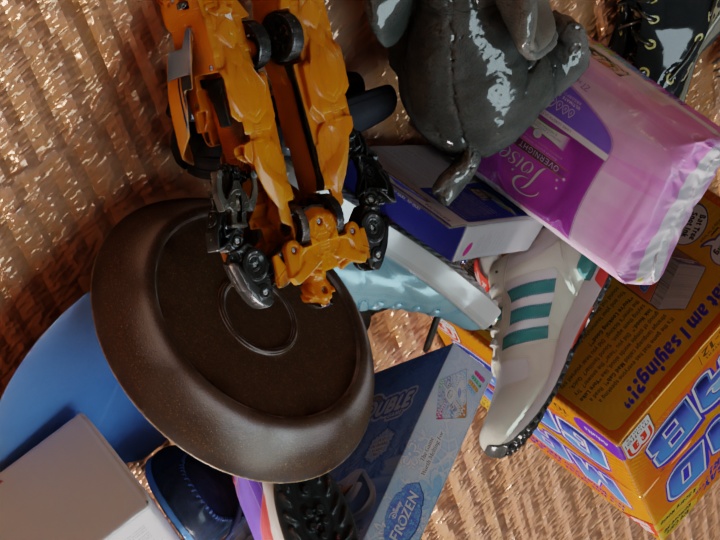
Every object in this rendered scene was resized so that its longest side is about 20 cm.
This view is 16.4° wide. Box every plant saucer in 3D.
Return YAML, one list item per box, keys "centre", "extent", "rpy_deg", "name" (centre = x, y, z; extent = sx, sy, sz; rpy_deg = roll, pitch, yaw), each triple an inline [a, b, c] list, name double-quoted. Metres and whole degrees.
- centre: [-0.069, 0.034, 1.513]
  extent: [0.200, 0.200, 0.032]
  rpy_deg: [-17, 160, -47]
  name: "plant saucer"

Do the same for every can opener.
- centre: [-0.044, -0.094, 1.553]
  extent: [0.200, 0.063, 0.079]
  rpy_deg: [-13, 130, -49]
  name: "can opener"

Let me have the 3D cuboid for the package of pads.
- centre: [0.144, -0.090, 1.689]
  extent: [0.076, 0.200, 0.121]
  rpy_deg: [-6, 129, -59]
  name: "package of pads"

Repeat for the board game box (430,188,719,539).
- centre: [0.204, 0.045, 1.909]
  extent: [0.200, 0.200, 0.200]
  rpy_deg: [-48, 150, -10]
  name: "board game box"

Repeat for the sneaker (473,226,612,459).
- centre: [0.111, 0.037, 1.770]
  extent: [0.200, 0.093, 0.070]
  rpy_deg: [-62, 175, -22]
  name: "sneaker"

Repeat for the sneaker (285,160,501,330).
- centre: [0.000, 0.000, 1.656]
  extent: [0.200, 0.074, 0.082]
  rpy_deg: [32, 100, -24]
  name: "sneaker"

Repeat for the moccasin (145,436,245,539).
- centre: [-0.093, 0.130, 1.659]
  extent: [0.068, 0.081, 0.200]
  rpy_deg: [-31, -177, 7]
  name: "moccasin"

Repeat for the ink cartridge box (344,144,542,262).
- centre: [0.051, -0.047, 1.665]
  extent: [0.037, 0.095, 0.200]
  rpy_deg: [-58, 163, 13]
  name: "ink cartridge box"

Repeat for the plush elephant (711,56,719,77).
- centre: [0.365, -0.222, 1.932]
  extent: [0.165, 0.200, 0.155]
  rpy_deg: [-36, 125, -52]
  name: "plush elephant"

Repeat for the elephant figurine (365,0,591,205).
- centre: [0.063, -0.178, 1.561]
  extent: [0.141, 0.155, 0.200]
  rpy_deg: [-28, 143, -10]
  name: "elephant figurine"

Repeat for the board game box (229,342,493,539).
- centre: [-0.017, 0.158, 1.684]
  extent: [0.200, 0.043, 0.199]
  rpy_deg: [-25, -148, 52]
  name: "board game box"

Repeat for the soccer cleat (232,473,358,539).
- centre: [-0.062, 0.103, 1.570]
  extent: [0.068, 0.201, 0.073]
  rpy_deg: [-17, 178, -33]
  name: "soccer cleat"

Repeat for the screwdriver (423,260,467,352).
- centre: [0.067, 0.003, 1.749]
  extent: [0.200, 0.028, 0.029]
  rpy_deg: [-73, 144, -51]
  name: "screwdriver"

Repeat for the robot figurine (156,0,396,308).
- centre: [-0.051, -0.075, 1.465]
  extent: [0.145, 0.058, 0.201]
  rpy_deg: [-17, 98, -42]
  name: "robot figurine"

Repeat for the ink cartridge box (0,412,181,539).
- centre: [-0.186, 0.196, 1.592]
  extent: [0.145, 0.083, 0.200]
  rpy_deg: [-37, 154, -8]
  name: "ink cartridge box"

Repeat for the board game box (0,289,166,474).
- centre: [-0.162, 0.057, 1.570]
  extent: [0.200, 0.039, 0.158]
  rpy_deg: [-9, 134, -48]
  name: "board game box"

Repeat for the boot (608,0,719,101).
- centre: [0.198, -0.183, 1.802]
  extent: [0.204, 0.073, 0.154]
  rpy_deg: [-56, 148, -5]
  name: "boot"

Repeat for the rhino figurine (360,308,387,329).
- centre: [-0.013, 0.023, 1.716]
  extent: [0.200, 0.060, 0.088]
  rpy_deg: [-42, 153, -27]
  name: "rhino figurine"
